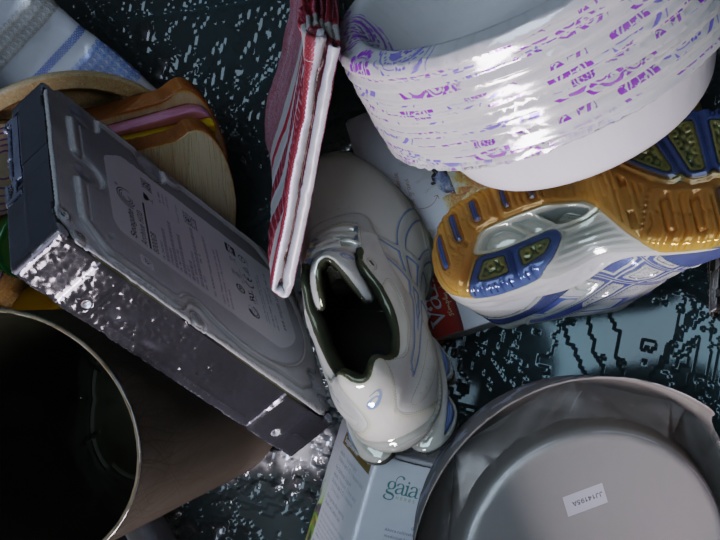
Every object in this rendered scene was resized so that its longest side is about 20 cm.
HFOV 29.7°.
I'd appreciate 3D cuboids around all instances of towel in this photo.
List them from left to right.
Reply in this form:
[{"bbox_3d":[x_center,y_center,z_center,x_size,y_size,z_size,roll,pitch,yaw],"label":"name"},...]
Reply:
[{"bbox_3d":[-0.218,-0.098,0.860,0.147,0.024,0.200,-43,113,14],"label":"towel"},{"bbox_3d":[-0.036,-0.094,0.746,0.023,0.200,0.145,8,117,-7],"label":"towel"}]

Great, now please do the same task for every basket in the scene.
[{"bbox_3d":[-0.142,0.083,0.786,0.179,0.200,0.137,0,93,27],"label":"basket"}]

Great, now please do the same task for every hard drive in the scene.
[{"bbox_3d":[-0.102,0.000,0.731,0.038,0.200,0.140,-40,37,15],"label":"hard drive"}]

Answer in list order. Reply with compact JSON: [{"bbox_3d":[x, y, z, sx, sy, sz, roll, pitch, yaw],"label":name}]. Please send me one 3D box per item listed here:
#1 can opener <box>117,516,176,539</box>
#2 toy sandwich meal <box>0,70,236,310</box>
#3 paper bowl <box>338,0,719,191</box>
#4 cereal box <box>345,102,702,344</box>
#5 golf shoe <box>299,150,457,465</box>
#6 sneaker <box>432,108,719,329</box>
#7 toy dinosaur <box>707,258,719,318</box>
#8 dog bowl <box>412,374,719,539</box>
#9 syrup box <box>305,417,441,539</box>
[{"bbox_3d":[-0.123,0.196,0.868,0.053,0.067,0.200,-43,61,16],"label":"can opener"},{"bbox_3d":[-0.169,-0.029,0.819,0.206,0.205,0.070,-54,46,12],"label":"toy sandwich meal"},{"bbox_3d":[0.095,-0.117,0.677,0.200,0.201,0.105,-19,118,21],"label":"paper bowl"},{"bbox_3d":[0.101,-0.051,0.781,0.199,0.039,0.145,-20,81,20],"label":"cereal box"},{"bbox_3d":[0.000,0.000,0.727,0.078,0.097,0.201,-23,55,7],"label":"golf shoe"},{"bbox_3d":[0.140,-0.022,0.704,0.199,0.088,0.076,-13,62,21],"label":"sneaker"},{"bbox_3d":[0.245,-0.023,0.688,0.135,0.102,0.202,2,90,21],"label":"toy dinosaur"},{"bbox_3d":[0.118,0.147,0.718,0.198,0.059,0.202,-1,99,-9],"label":"dog bowl"},{"bbox_3d":[0.007,0.192,0.780,0.078,0.081,0.201,15,95,-17],"label":"syrup box"}]
